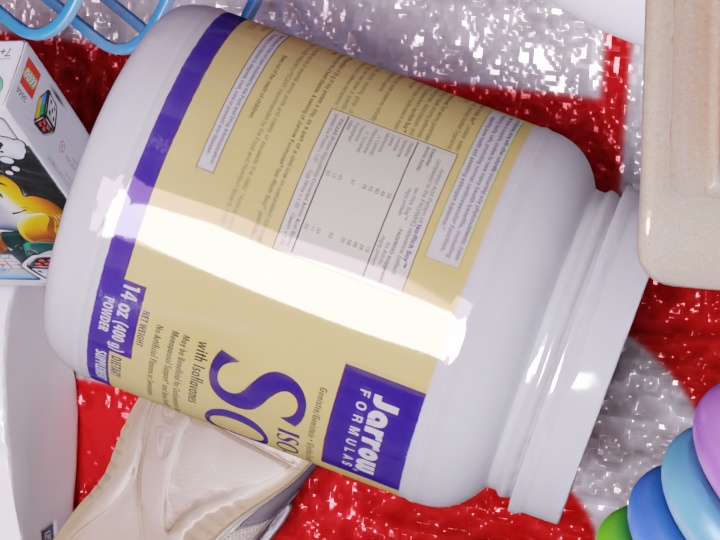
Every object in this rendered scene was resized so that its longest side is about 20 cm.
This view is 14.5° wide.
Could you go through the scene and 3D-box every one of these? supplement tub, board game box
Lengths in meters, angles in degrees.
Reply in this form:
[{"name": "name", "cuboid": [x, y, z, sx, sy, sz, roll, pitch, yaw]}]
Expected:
[{"name": "supplement tub", "cuboid": [0.000, 0.000, 1.033, 0.199, 0.145, 0.146, 21, 104, 6]}, {"name": "board game box", "cuboid": [-0.198, -0.040, 1.118, 0.199, 0.126, 0.035, 0, 58, 22]}]

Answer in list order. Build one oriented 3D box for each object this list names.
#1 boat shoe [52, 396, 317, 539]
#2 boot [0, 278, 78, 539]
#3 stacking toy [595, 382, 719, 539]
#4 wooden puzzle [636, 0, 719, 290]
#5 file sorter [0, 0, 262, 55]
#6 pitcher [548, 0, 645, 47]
[{"name": "boat shoe", "cuboid": [-0.063, 0.086, 1.132, 0.072, 0.065, 0.200, 36, 91, 13]}, {"name": "boot", "cuboid": [-0.169, 0.102, 1.179, 0.090, 0.073, 0.201, 0, 96, 20]}, {"name": "stacking toy", "cuboid": [0.111, 0.117, 1.051, 0.085, 0.085, 0.200, 51, 120, 13]}, {"name": "wooden puzzle", "cuboid": [0.184, -0.090, 0.926, 0.184, 0.037, 0.201, 5, 84, -11]}, {"name": "file sorter", "cuboid": [-0.123, -0.163, 1.046, 0.123, 0.200, 0.139, 39, 109, 33]}, {"name": "pitcher", "cuboid": [0.142, -0.145, 0.994, 0.200, 0.121, 0.172, 38, 89, 7]}]
